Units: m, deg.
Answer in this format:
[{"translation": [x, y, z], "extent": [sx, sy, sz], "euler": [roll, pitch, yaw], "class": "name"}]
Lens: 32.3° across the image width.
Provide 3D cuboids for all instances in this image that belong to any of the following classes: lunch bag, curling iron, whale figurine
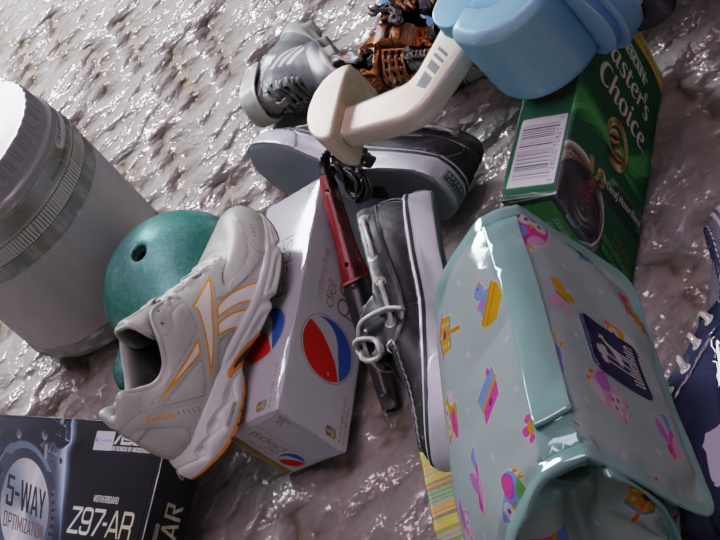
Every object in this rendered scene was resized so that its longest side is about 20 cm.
[{"translation": [0.103, 0.087, 0.638], "extent": [0.120, 0.202, 0.172], "euler": [-11, 45, 4], "class": "lunch bag"}, {"translation": [0.000, 0.000, 0.876], "extent": [0.049, 0.025, 0.203], "euler": [-29, 64, 50], "class": "curling iron"}, {"translation": [-0.132, 0.038, 0.945], "extent": [0.158, 0.104, 0.202], "euler": [-32, 47, 10], "class": "whale figurine"}]

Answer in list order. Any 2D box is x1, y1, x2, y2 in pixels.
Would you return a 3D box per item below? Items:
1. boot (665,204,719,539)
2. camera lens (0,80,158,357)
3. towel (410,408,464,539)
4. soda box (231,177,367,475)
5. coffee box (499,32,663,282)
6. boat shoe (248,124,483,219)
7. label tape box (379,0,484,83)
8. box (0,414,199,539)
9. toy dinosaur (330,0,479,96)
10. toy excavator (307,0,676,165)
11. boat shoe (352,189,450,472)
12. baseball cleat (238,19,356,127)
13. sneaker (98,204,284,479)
[{"translation": [0.201, 0.050, 0.700], "extent": [0.089, 0.073, 0.202], "euler": [-19, 46, 16], "class": "boot"}, {"translation": [-0.268, -0.037, 1.040], "extent": [0.158, 0.200, 0.162], "euler": [-20, 45, 21], "class": "camera lens"}, {"translation": [0.076, 0.094, 0.806], "extent": [0.085, 0.018, 0.202], "euler": [-23, 43, 13], "class": "towel"}, {"translation": [-0.041, 0.038, 0.894], "extent": [0.063, 0.068, 0.202], "euler": [-27, 41, 38], "class": "soda box"}, {"translation": [0.152, -0.091, 0.824], "extent": [0.043, 0.123, 0.202], "euler": [-8, 50, 33], "class": "coffee box"}, {"translation": [0.003, -0.092, 0.966], "extent": [0.197, 0.074, 0.069], "euler": [7, 52, 39], "class": "boat shoe"}, {"translation": [0.114, -0.238, 1.024], "extent": [0.197, 0.066, 0.145], "euler": [-20, 46, 19], "class": "label tape box"}, {"translation": [-0.212, 0.190, 0.897], "extent": [0.197, 0.043, 0.163], "euler": [-2, 68, 36], "class": "box"}, {"translation": [0.070, -0.188, 0.923], "extent": [0.196, 0.103, 0.138], "euler": [-10, 61, -3], "class": "toy dinosaur"}, {"translation": [0.072, -0.146, 0.779], "extent": [0.193, 0.100, 0.202], "euler": [24, 79, 46], "class": "toy excavator"}, {"translation": [0.028, 0.038, 0.798], "extent": [0.067, 0.074, 0.202], "euler": [-11, 61, 8], "class": "boat shoe"}, {"translation": [-0.050, -0.155, 1.071], "extent": [0.106, 0.070, 0.200], "euler": [-45, 20, 7], "class": "baseball cleat"}, {"translation": [-0.116, 0.032, 0.846], "extent": [0.075, 0.091, 0.203], "euler": [-31, 39, 47], "class": "sneaker"}]
